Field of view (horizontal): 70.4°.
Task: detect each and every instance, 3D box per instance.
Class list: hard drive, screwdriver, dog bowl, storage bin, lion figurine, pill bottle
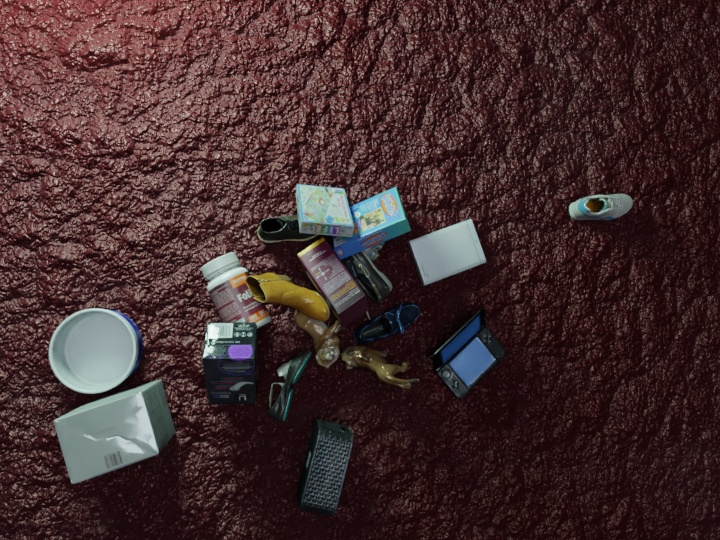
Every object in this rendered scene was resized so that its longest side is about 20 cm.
[{"bbox_3d":[0.247,-0.052,1.456,0.198,0.027,0.133,-20,89,-10],"label":"hard drive"},{"bbox_3d":[-0.006,0.055,1.364,0.028,0.029,0.202,-3,117,28],"label":"screwdriver"},{"bbox_3d":[-0.647,0.195,1.260,0.197,0.079,0.203,1,86,-10],"label":"dog bowl"},{"bbox_3d":[-0.093,0.497,1.301,0.093,0.135,0.202,15,84,-8],"label":"storage bin"},{"bbox_3d":[-0.119,0.152,1.365,0.200,0.072,0.123,44,93,10],"label":"lion figurine"},{"bbox_3d":[-0.320,0.064,1.307,0.113,0.114,0.202,-27,91,-10],"label":"pill bottle"},{"bbox_3d":[0.048,0.249,1.330,0.122,0.199,0.073,17,88,-43],"label":"lion figurine"}]

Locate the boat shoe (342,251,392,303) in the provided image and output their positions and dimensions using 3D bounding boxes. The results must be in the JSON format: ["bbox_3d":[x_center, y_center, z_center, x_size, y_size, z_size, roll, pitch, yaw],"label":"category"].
[{"bbox_3d":[0.000,0.000,1.381,0.201,0.072,0.061,45,59,-6],"label":"boat shoe"}]

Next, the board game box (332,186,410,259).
[{"bbox_3d":[0.022,-0.125,1.335,0.198,0.153,0.045,-22,130,11],"label":"board game box"}]

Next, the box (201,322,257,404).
[{"bbox_3d":[-0.313,0.229,1.246,0.121,0.201,0.107,2,45,-9],"label":"box"}]

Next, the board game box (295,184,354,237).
[{"bbox_3d":[-0.096,-0.158,1.326,0.133,0.201,0.035,4,125,-13],"label":"board game box"}]

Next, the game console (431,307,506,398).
[{"bbox_3d":[0.302,0.231,1.398,0.200,0.116,0.176,-40,93,-9],"label":"game console"}]

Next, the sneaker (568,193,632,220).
[{"bbox_3d":[0.730,-0.190,1.520,0.198,0.081,0.077,-10,86,-11],"label":"sneaker"}]

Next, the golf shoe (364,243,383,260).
[{"bbox_3d":[0.041,-0.130,1.405,0.097,0.078,0.201,28,80,0],"label":"golf shoe"}]

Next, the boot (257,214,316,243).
[{"bbox_3d":[-0.169,-0.117,1.334,0.198,0.138,0.078,-19,89,-11],"label":"boot"}]

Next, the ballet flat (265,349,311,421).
[{"bbox_3d":[-0.195,0.293,1.338,0.068,0.068,0.202,21,83,5],"label":"ballet flat"}]

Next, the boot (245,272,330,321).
[{"bbox_3d":[-0.185,0.072,1.277,0.200,0.144,0.071,34,110,25],"label":"boot"}]

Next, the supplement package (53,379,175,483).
[{"bbox_3d":[-0.563,0.368,1.200,0.189,0.200,0.149,-16,89,-10],"label":"supplement package"}]

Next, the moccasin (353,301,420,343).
[{"bbox_3d":[0.080,0.152,1.390,0.199,0.068,0.081,-29,91,-11],"label":"moccasin"}]

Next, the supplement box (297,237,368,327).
[{"bbox_3d":[-0.071,0.032,1.318,0.085,0.111,0.201,-33,67,-10],"label":"supplement box"}]
